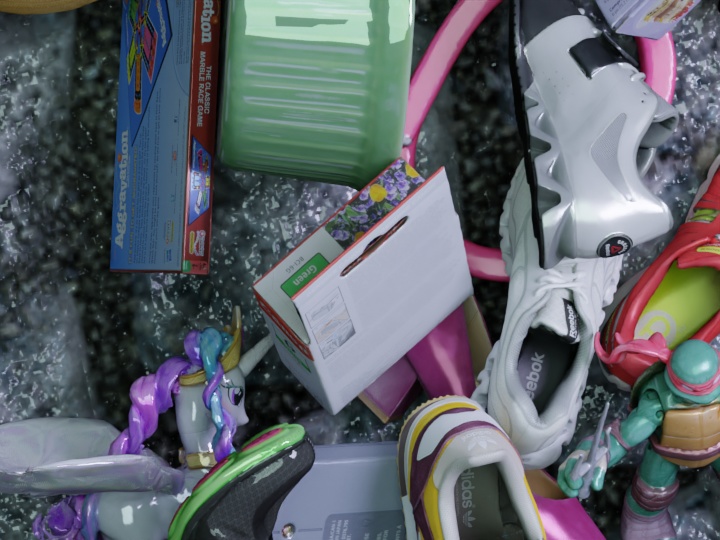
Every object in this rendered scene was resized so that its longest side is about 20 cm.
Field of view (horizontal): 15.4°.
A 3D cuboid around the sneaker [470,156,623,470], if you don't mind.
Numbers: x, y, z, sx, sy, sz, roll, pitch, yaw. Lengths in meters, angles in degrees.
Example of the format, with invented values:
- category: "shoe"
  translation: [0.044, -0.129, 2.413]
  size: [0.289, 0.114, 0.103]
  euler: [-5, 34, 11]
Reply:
- category: "sneaker"
  translation: [0.111, 0.009, 1.493]
  size: [0.075, 0.081, 0.201]
  euler: [10, 75, -2]

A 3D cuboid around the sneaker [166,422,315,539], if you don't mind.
- category: "sneaker"
  translation: [-0.070, 0.168, 1.419]
  size: [0.084, 0.077, 0.201]
  euler: [30, 107, 7]

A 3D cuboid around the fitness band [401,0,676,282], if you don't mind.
- category: "fitness band"
  translation: [0.099, -0.091, 1.556]
  size: [0.143, 0.037, 0.200]
  euler: [30, 90, 0]

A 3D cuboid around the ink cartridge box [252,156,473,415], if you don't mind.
- category: "ink cartridge box"
  translation: [0.000, 0.000, 1.427]
  size: [0.109, 0.200, 0.050]
  euler: [-41, 71, -9]

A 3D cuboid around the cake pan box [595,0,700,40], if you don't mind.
- category: "cake pan box"
  translation: [0.175, -0.260, 1.472]
  size: [0.200, 0.052, 0.185]
  euler: [-46, 58, 29]

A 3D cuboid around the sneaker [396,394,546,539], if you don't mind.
- category: "sneaker"
  translation: [0.066, 0.172, 1.448]
  size: [0.075, 0.090, 0.201]
  euler: [-17, 109, -10]

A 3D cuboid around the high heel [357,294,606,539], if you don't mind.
- category: "high heel"
  translation: [0.090, 0.088, 1.536]
  size: [0.200, 0.067, 0.096]
  euler: [43, 104, 13]

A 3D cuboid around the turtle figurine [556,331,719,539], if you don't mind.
- category: "turtle figurine"
  translation: [0.187, 0.096, 1.474]
  size: [0.149, 0.200, 0.101]
  euler: [1, 61, 9]

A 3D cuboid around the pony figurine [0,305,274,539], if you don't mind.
- category: "pony figurine"
  translation: [-0.125, 0.132, 1.507]
  size: [0.192, 0.166, 0.201]
  euler: [-12, 99, -14]

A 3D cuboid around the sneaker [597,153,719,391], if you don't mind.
- category: "sneaker"
  translation: [0.213, -0.009, 1.530]
  size: [0.077, 0.085, 0.200]
  euler: [37, 89, 0]

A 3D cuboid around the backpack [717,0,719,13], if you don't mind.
- category: "backpack"
  translation: [0.313, -0.219, 1.489]
  size: [0.154, 0.200, 0.191]
  euler: [21, 80, -21]

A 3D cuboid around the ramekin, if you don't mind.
- category: "ramekin"
  translation: [-0.027, -0.143, 1.471]
  size: [0.097, 0.200, 0.201]
  euler: [3, 89, -4]

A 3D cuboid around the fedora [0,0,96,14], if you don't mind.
- category: "fedora"
  translation: [-0.168, -0.238, 1.527]
  size: [0.200, 0.082, 0.202]
  euler: [-1, 85, 11]

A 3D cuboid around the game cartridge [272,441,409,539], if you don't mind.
- category: "game cartridge"
  translation: [-0.016, 0.190, 1.497]
  size: [0.133, 0.040, 0.201]
  euler: [-2, 110, -34]

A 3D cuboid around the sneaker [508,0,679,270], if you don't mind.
- category: "sneaker"
  translation: [0.129, -0.095, 1.481]
  size: [0.088, 0.074, 0.201]
  euler: [-8, 64, 0]

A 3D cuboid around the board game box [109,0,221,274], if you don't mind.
- category: "board game box"
  translation: [-0.111, -0.099, 1.525]
  size: [0.019, 0.103, 0.201]
  euler: [3, 89, -30]
